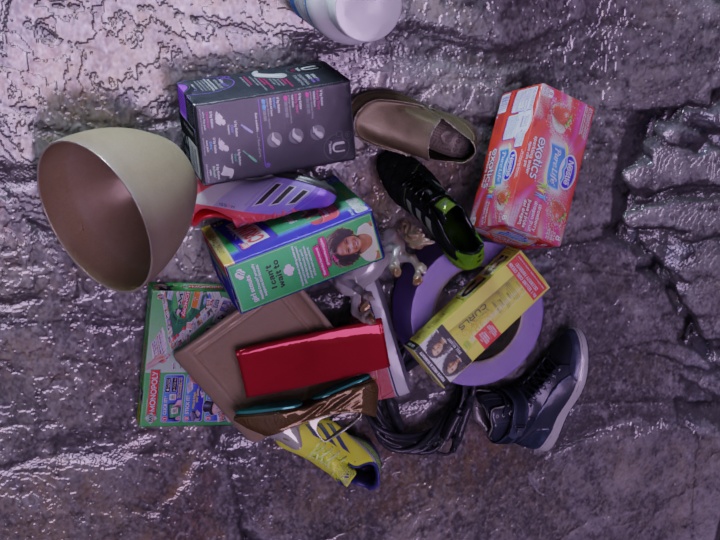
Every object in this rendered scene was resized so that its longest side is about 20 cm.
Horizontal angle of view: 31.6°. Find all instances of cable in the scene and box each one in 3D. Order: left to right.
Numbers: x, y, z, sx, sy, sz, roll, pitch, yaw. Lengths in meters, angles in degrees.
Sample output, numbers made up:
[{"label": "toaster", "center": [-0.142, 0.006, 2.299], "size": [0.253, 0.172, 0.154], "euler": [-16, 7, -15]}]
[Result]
[{"label": "cable", "center": [0.093, 0.169, 1.852], "size": [0.162, 0.051, 0.202], "euler": [16, 97, -15]}]

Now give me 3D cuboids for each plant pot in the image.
[{"label": "plant pot", "center": [-0.276, -0.092, 1.550], "size": [0.134, 0.199, 0.202], "euler": [-36, 124, -39]}]

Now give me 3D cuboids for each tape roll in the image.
[{"label": "tape roll", "center": [0.149, 0.054, 1.778], "size": [0.198, 0.085, 0.202], "euler": [-3, 100, -17]}]

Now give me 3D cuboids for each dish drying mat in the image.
[{"label": "dish drying mat", "center": [-0.063, 0.116, 1.697], "size": [0.198, 0.018, 0.077], "euler": [-12, 119, -2]}]

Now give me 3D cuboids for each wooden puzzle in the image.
[{"label": "wooden puzzle", "center": [-0.123, 0.119, 1.719], "size": [0.199, 0.037, 0.185], "euler": [-33, 118, 9]}]

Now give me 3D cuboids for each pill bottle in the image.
[{"label": "pill bottle", "center": [-0.019, -0.333, 1.519], "size": [0.111, 0.200, 0.113], "euler": [-7, 113, -17]}]

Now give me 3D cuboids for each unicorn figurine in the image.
[{"label": "unicorn figurine", "center": [0.000, 0.000, 1.694], "size": [0.199, 0.138, 0.074], "euler": [-29, 135, -4]}]

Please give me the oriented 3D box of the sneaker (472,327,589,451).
[{"label": "sneaker", "center": [0.249, 0.172, 1.888], "size": [0.145, 0.077, 0.204], "euler": [11, 108, -26]}]

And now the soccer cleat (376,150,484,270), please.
[{"label": "soccer cleat", "center": [0.097, -0.089, 1.686], "size": [0.067, 0.081, 0.200], "euler": [-37, 81, -15]}]

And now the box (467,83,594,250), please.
[{"label": "box", "center": [0.228, -0.136, 1.706], "size": [0.095, 0.099, 0.202], "euler": [20, 79, -25]}]

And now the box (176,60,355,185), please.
[{"label": "box", "center": [-0.118, -0.186, 1.587], "size": [0.198, 0.122, 0.107], "euler": [-11, 114, -15]}]

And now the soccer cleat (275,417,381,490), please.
[{"label": "soccer cleat", "center": [-0.039, 0.259, 1.790], "size": [0.065, 0.084, 0.199], "euler": [-37, 140, 25]}]

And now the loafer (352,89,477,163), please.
[{"label": "loafer", "center": [0.073, -0.188, 1.685], "size": [0.198, 0.067, 0.077], "euler": [8, 108, -22]}]

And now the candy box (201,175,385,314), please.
[{"label": "candy box", "center": [-0.090, -0.036, 1.631], "size": [0.199, 0.169, 0.078], "euler": [-23, 114, -10]}]

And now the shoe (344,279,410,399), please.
[{"label": "shoe", "center": [0.000, 0.090, 1.770], "size": [0.090, 0.072, 0.202], "euler": [-15, 103, 7]}]

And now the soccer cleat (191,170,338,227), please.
[{"label": "soccer cleat", "center": [-0.125, -0.085, 1.605], "size": [0.198, 0.068, 0.074], "euler": [5, 73, 16]}]

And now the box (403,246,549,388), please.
[{"label": "box", "center": [0.156, 0.062, 1.710], "size": [0.200, 0.050, 0.075], "euler": [-42, 106, -8]}]

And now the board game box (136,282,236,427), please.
[{"label": "board game box", "center": [-0.227, 0.115, 1.723], "size": [0.133, 0.029, 0.202], "euler": [2, 110, -19]}]

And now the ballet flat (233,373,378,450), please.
[{"label": "ballet flat", "center": [-0.068, 0.198, 1.708], "size": [0.198, 0.068, 0.073], "euler": [-15, 94, -7]}]
